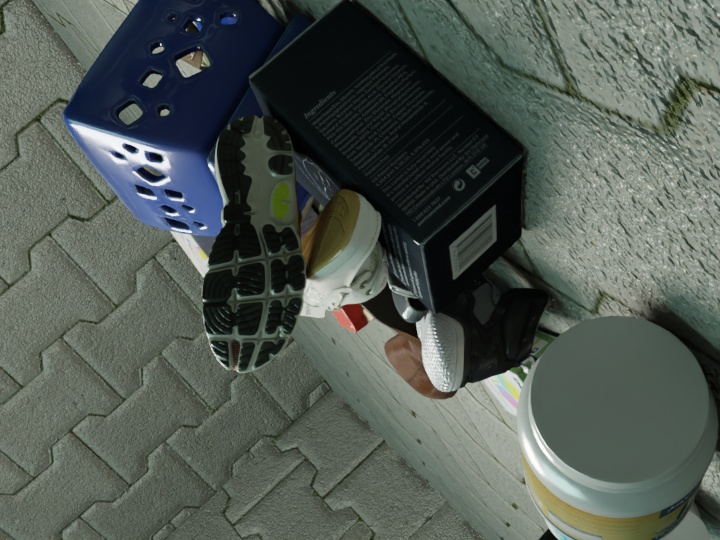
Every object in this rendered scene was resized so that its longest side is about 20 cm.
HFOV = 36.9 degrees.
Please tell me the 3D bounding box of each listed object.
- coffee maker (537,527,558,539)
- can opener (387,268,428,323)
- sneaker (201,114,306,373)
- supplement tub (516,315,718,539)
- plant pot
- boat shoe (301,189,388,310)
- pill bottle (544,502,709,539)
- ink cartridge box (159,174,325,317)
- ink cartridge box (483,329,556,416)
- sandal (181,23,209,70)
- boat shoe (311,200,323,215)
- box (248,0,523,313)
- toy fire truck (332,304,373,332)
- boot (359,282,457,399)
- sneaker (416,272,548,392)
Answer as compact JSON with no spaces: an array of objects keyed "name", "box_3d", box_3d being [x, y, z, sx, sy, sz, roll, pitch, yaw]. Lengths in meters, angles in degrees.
[{"name":"coffee maker","box_3d":[0.265,0.404,1.452,0.135,0.200,0.192,55,169,-31]},{"name":"can opener","box_3d":[0.021,-0.043,0.974,0.067,0.053,0.200,115,146,-42]},{"name":"sneaker","box_3d":[-0.072,-0.017,0.823,0.077,0.201,0.085,2,163,5]},{"name":"supplement tub","box_3d":[0.195,0.129,0.831,0.145,0.145,0.200,44,170,25]},{"name":"plant pot","box_3d":[-0.126,-0.141,1.021,0.179,0.200,0.200,21,159,20]},{"name":"boat shoe","box_3d":[-0.009,-0.008,0.835,0.069,0.071,0.200,24,165,-9]},{"name":"pill bottle","box_3d":[0.270,0.253,1.096,0.111,0.111,0.200,50,170,-10]},{"name":"ink cartridge box","box_3d":[-0.115,-0.029,1.175,0.200,0.125,0.129,53,167,15]},{"name":"ink cartridge box","box_3d":[0.183,0.113,1.084,0.104,0.059,0.200,52,170,-19]},{"name":"sandal","box_3d":[-0.207,-0.286,1.284,0.080,0.057,0.201,40,167,45]},{"name":"boat shoe","box_3d":[-0.062,-0.105,1.201,0.072,0.072,0.200,21,-170,-12]},{"name":"box","box_3d":[0.025,-0.088,0.861,0.200,0.107,0.149,44,170,20]},{"name":"toy fire truck","box_3d":[0.000,0.000,1.219,0.141,0.049,0.200,61,161,-10]},{"name":"boot","box_3d":[0.042,0.061,1.127,0.186,0.064,0.200,41,166,4]},{"name":"sneaker","box_3d":[0.107,0.015,0.997,0.076,0.113,0.201,105,160,-61]}]
